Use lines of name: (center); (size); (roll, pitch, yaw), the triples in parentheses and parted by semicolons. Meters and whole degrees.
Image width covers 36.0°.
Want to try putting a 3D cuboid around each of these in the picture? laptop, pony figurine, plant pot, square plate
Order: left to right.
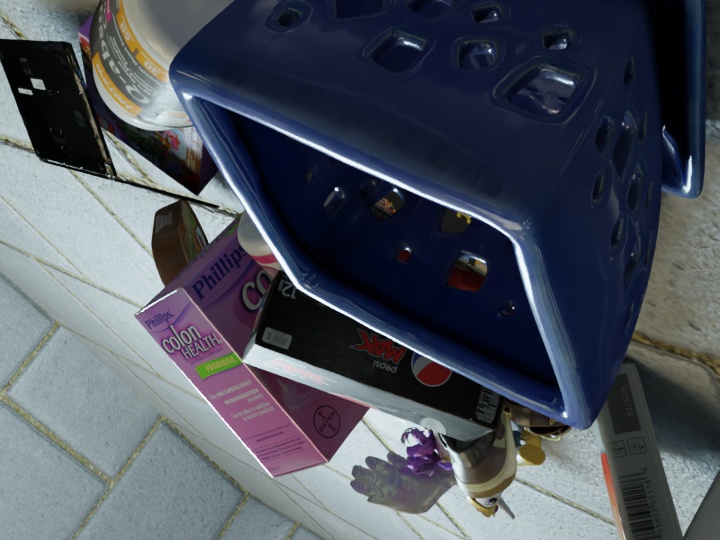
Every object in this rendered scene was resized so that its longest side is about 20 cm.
laptop: (-0.249, -0.143, 1.083); (0.177, 0.103, 0.201); (15, 127, 49)
square plate: (0.073, 0.207, 1.465); (0.198, 0.029, 0.200); (36, 162, -1)
pony figurine: (0.106, 0.200, 1.232); (0.192, 0.167, 0.200); (26, 146, 7)
plant pot: (0.060, -0.070, 0.545); (0.199, 0.180, 0.200); (26, 160, 30)

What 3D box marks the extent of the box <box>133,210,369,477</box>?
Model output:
box: (-0.069, 0.051, 1.014); (0.200, 0.176, 0.096); (51, 140, -11)

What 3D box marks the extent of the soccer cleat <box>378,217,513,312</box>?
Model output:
soccer cleat: (0.052, 0.017, 0.871); (0.199, 0.069, 0.085); (18, 141, -16)

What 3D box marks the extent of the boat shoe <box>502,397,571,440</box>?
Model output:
boat shoe: (0.158, 0.113, 0.953); (0.071, 0.060, 0.200); (10, 170, 15)

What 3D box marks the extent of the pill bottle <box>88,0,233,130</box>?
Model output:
pill bottle: (-0.121, -0.161, 0.756); (0.116, 0.117, 0.200); (40, 162, -14)

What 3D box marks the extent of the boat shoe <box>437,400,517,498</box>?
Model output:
boat shoe: (0.096, 0.106, 0.981); (0.071, 0.201, 0.066); (-17, 128, 11)

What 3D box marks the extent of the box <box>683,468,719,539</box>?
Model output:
box: (0.353, 0.251, 0.928); (0.152, 0.107, 0.200); (27, 160, 25)

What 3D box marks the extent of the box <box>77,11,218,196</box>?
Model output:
box: (-0.193, -0.152, 1.036); (0.137, 0.039, 0.200); (37, 163, 1)

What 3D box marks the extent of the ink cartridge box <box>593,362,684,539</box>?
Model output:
ink cartridge box: (0.228, 0.191, 0.945); (0.050, 0.163, 0.200); (-10, 150, 3)

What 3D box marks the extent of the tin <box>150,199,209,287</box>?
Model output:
tin: (-0.175, -0.005, 1.126); (0.200, 0.042, 0.113); (-112, 3, -69)

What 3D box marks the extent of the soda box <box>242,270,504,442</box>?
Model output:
soda box: (0.013, 0.070, 0.865); (0.199, 0.064, 0.071); (21, 159, -7)

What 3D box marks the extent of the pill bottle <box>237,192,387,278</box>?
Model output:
pill bottle: (0.000, 0.000, 0.940); (0.200, 0.114, 0.113); (45, 160, -28)

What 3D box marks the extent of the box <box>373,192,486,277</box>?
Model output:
box: (0.093, -0.047, 0.755); (0.199, 0.049, 0.161); (34, 161, 13)
